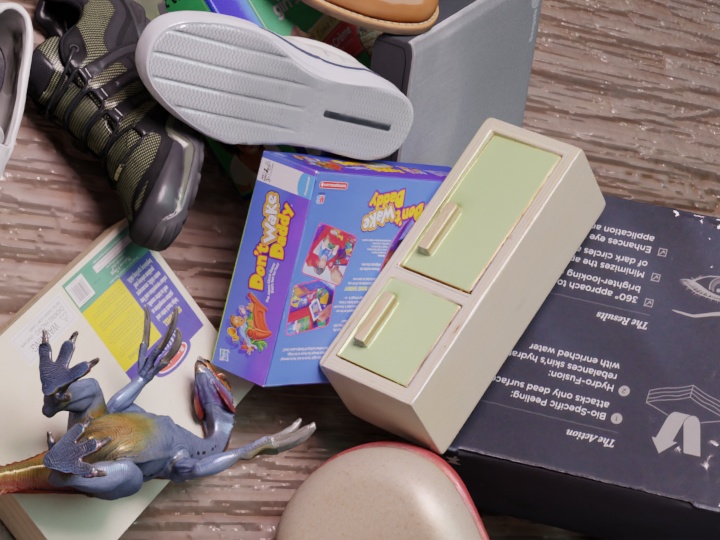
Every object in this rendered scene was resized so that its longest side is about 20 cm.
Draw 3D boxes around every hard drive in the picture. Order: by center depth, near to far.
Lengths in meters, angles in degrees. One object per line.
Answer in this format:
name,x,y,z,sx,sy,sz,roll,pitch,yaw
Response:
hard drive,0.063,-0.123,1.497,0.200,0.033,0.140,-37,141,-52

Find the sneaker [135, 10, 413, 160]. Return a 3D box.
sneaker,-0.061,-0.112,1.326,0.199,0.071,0.073,18,102,-41

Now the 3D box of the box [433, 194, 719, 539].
box,0.167,0.065,1.434,0.118,0.195,0.201,70,36,-63

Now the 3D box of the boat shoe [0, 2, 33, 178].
boat shoe,-0.233,-0.071,1.235,0.073,0.065,0.201,30,52,-33

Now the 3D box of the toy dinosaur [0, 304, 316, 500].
toy dinosaur,-0.135,0.088,1.234,0.105,0.199,0.182,65,5,20

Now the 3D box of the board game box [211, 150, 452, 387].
board game box,0.000,0.000,1.380,0.199,0.045,0.135,1,106,-54

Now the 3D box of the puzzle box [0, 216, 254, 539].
puzzle box,-0.154,0.073,1.276,0.133,0.025,0.200,54,42,-11

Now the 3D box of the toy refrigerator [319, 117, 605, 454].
toy refrigerator,0.065,0.006,1.365,0.200,0.076,0.070,-55,144,-18

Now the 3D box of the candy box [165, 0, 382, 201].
candy box,-0.064,-0.174,1.448,0.201,0.077,0.169,57,41,-8

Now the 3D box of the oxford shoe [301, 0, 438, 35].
oxford shoe,-0.026,-0.216,1.367,0.199,0.071,0.072,31,41,-15

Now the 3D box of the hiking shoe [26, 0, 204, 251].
hiking shoe,-0.158,-0.094,1.319,0.100,0.076,0.201,4,49,-27

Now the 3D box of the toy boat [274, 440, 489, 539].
toy boat,0.033,0.202,1.354,0.201,0.130,0.131,67,12,2
